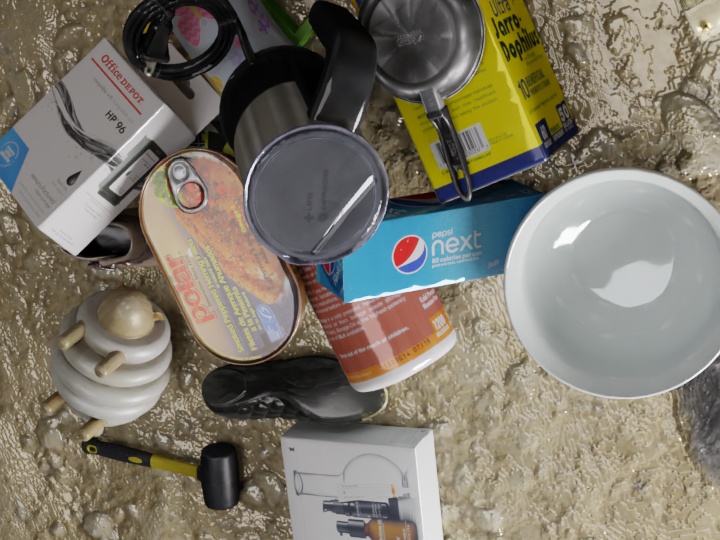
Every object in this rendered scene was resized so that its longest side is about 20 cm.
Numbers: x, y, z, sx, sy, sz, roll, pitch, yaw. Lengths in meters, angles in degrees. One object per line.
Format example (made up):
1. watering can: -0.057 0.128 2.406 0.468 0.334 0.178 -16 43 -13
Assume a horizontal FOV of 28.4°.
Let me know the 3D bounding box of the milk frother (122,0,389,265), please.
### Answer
1. milk frother: -0.089 -0.126 1.149 0.197 0.189 0.183 -2 117 -11

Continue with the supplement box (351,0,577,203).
1. supplement box: 0.090 -0.178 1.216 0.108 0.109 0.202 -21 98 28

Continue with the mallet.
1. mallet: -0.215 0.196 1.523 0.198 0.041 0.067 16 114 23

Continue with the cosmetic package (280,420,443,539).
1. cosmetic package: 0.005 0.256 1.435 0.149 0.052 0.203 2 108 26

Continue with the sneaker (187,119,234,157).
1. sneaker: -0.165 -0.104 1.363 0.198 0.077 0.076 23 146 22

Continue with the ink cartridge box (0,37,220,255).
1. ink cartridge box: -0.234 -0.129 1.309 0.200 0.068 0.116 -44 58 -1

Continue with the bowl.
1. bowl: 0.224 -0.001 1.218 0.198 0.090 0.204 4 109 11

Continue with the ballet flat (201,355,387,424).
1. ballet flat: -0.065 0.120 1.430 0.197 0.057 0.068 2 80 18

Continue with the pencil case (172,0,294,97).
1. pencil case: -0.102 -0.198 1.277 0.090 0.083 0.201 -40 111 -9

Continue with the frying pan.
1. frying pan: 0.043 -0.156 1.169 0.113 0.031 0.193 12 109 22

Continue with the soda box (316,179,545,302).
1. soda box: 0.062 -0.028 1.236 0.064 0.197 0.069 -148 52 -60

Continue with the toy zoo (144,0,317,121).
1. toy zoo: -0.132 -0.223 1.351 0.131 0.020 0.200 48 119 3

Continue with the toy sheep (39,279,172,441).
1. toy sheep: -0.257 0.096 1.453 0.137 0.138 0.201 35 127 10

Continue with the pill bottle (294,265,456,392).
1. pill bottle: 0.000 0.000 1.315 0.111 0.112 0.202 -23 97 28

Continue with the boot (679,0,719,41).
1. boot: 0.338 -0.212 1.115 0.154 0.073 0.202 -29 93 28

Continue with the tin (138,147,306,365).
1. tin: -0.124 -0.013 1.283 0.111 0.042 0.202 -25 92 8

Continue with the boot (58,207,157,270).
1. boot: -0.183 -0.033 1.364 0.197 0.146 0.071 -8 91 26
